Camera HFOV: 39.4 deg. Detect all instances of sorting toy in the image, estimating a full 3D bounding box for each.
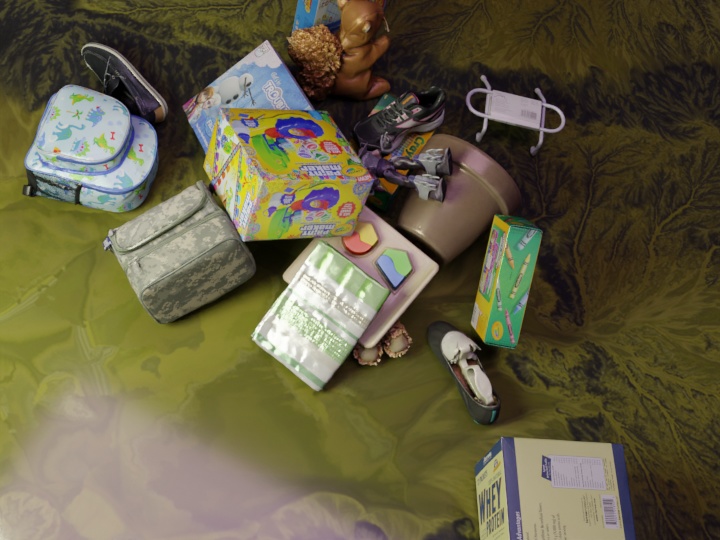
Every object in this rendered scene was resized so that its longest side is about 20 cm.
[{"bbox_3d":[0.000,0.000,1.650,0.200,0.037,0.185,38,78,14],"label":"sorting toy"}]

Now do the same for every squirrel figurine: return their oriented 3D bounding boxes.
[{"bbox_3d":[-0.034,-0.413,1.868,0.199,0.187,0.142,-23,68,-24],"label":"squirrel figurine"}]

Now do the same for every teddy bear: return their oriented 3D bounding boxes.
[{"bbox_3d":[0.011,0.064,1.684,0.145,0.067,0.200,-35,74,-11],"label":"teddy bear"}]

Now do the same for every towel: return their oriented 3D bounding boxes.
[{"bbox_3d":[-0.063,0.072,1.615,0.149,0.031,0.200,37,94,8],"label":"towel"}]

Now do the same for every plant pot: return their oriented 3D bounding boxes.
[{"bbox_3d":[0.153,-0.108,1.757,0.200,0.200,0.175,34,77,8],"label":"plant pot"}]

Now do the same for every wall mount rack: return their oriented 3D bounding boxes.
[{"bbox_3d":[0.296,-0.318,1.964,0.199,0.075,0.175,13,62,-6],"label":"wall mount rack"}]

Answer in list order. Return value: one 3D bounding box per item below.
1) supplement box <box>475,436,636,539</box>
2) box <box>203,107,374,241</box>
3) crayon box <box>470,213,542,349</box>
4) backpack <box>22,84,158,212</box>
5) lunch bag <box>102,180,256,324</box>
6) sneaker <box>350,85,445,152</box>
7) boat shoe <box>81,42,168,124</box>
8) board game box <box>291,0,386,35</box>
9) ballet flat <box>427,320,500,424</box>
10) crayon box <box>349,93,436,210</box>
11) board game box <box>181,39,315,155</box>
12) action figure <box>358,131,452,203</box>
[{"bbox_3d":[0.293,0.372,1.525,0.198,0.134,0.201,5,60,-10],"label":"supplement box"},{"bbox_3d":[-0.118,-0.156,1.614,0.199,0.122,0.193,-4,45,-32],"label":"box"},{"bbox_3d":[0.240,0.015,1.668,0.058,0.119,0.201,10,101,-7],"label":"crayon box"},{"bbox_3d":[-0.440,-0.198,1.674,0.199,0.147,0.184,17,60,-7],"label":"backpack"},{"bbox_3d":[-0.292,-0.036,1.605,0.199,0.140,0.168,-31,58,-4],"label":"lunch bag"},{"bbox_3d":[0.070,-0.280,1.788,0.199,0.086,0.080,-31,70,-26],"label":"sneaker"},{"bbox_3d":[-0.432,-0.332,1.796,0.200,0.075,0.062,44,54,7],"label":"boat shoe"},{"bbox_3d":[-0.030,-0.530,1.930,0.195,0.200,0.056,-32,71,-26],"label":"board game box"},{"bbox_3d":[0.178,0.157,1.661,0.068,0.069,0.201,-21,67,-22],"label":"ballet flat"},{"bbox_3d":[0.046,-0.218,1.842,0.118,0.058,0.200,30,58,5],"label":"crayon box"},{"bbox_3d":[-0.196,-0.276,1.751,0.199,0.043,0.200,-36,53,5],"label":"board game box"},{"bbox_3d":[0.052,-0.172,1.685,0.199,0.069,0.131,8,64,19],"label":"action figure"}]
